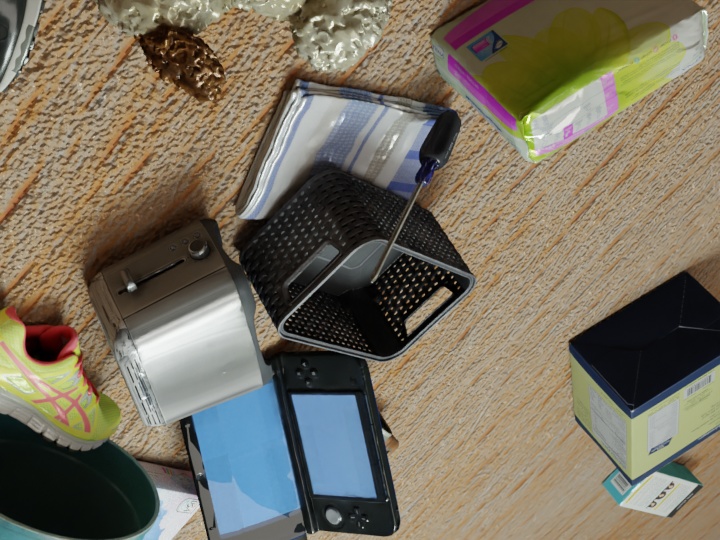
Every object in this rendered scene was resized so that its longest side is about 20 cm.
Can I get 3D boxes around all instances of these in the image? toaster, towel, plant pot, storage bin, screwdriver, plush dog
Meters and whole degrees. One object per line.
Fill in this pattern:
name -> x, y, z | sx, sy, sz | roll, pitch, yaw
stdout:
toaster -> -0.160, 0.056, 1.047 | 0.129, 0.114, 0.200 | -23, 142, -12
towel -> -0.011, -0.101, 1.076 | 0.200, 0.024, 0.147 | 2, 128, -40
plant pot -> -0.307, 0.253, 1.032 | 0.200, 0.200, 0.188 | 11, 111, -44
storage bin -> 0.000, 0.000, 1.110 | 0.135, 0.094, 0.200 | -44, 148, 19
screwdriver -> 0.047, -0.065, 1.032 | 0.200, 0.028, 0.029 | -63, -179, -27
plush dog -> -0.098, -0.213, 0.752 | 0.171, 0.200, 0.160 | -29, 158, 9

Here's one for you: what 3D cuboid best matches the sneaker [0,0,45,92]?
sneaker -> -0.245, -0.213, 0.752 | 0.087, 0.076, 0.200 | 10, 119, -27

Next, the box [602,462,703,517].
box -> 0.484, 0.354, 1.910 | 0.082, 0.049, 0.200 | -50, 141, 15

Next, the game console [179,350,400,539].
game console -> -0.073, 0.193, 1.181 | 0.118, 0.170, 0.201 | -25, 106, -51

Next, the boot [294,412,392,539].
boot -> -0.043, 0.238, 1.292 | 0.200, 0.182, 0.073 | -39, 177, 3

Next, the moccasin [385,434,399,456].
moccasin -> -0.040, 0.256, 1.369 | 0.201, 0.074, 0.078 | -44, 105, -3

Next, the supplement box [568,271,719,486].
supplement box -> 0.404, 0.149, 1.569 | 0.200, 0.134, 0.200 | -29, 141, -11

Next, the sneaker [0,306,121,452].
sneaker -> -0.270, 0.095, 1.028 | 0.090, 0.078, 0.200 | -48, 144, 1

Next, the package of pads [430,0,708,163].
package of pads -> 0.186, -0.198, 1.026 | 0.200, 0.155, 0.068 | -32, 142, -8

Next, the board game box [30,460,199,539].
board game box -> -0.294, 0.280, 1.220 | 0.200, 0.043, 0.199 | -49, 141, 14
